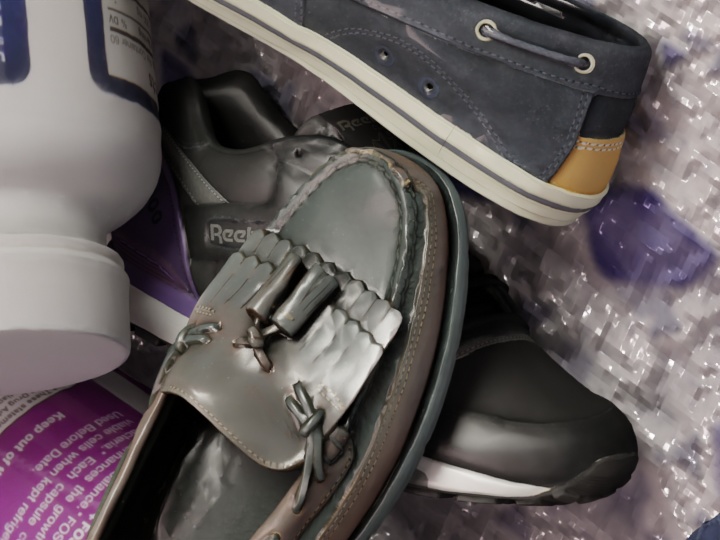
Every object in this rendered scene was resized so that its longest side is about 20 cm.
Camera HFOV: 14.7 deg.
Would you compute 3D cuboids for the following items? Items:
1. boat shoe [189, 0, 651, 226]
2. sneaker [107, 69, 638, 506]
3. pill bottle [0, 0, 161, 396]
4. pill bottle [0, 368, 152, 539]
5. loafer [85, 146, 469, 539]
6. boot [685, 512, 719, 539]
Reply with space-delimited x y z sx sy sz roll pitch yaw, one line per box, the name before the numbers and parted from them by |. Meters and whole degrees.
boat shoe | -0.005 -0.091 0.785 0.200 0.075 0.062 34 113 5
sneaker | 0.000 0.000 0.824 0.200 0.076 0.088 26 111 34
pill bottle | -0.118 -0.068 0.835 0.111 0.111 0.201 -20 70 41
pill bottle | -0.063 0.105 0.873 0.200 0.112 0.113 31 118 32
loafer | -0.034 0.056 0.763 0.072 0.063 0.201 28 95 34
boot | 0.098 0.122 0.777 0.200 0.073 0.091 -31 73 32
